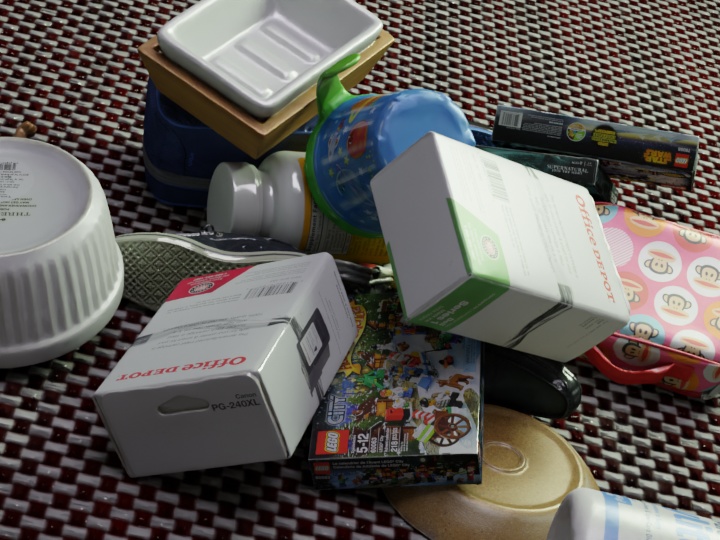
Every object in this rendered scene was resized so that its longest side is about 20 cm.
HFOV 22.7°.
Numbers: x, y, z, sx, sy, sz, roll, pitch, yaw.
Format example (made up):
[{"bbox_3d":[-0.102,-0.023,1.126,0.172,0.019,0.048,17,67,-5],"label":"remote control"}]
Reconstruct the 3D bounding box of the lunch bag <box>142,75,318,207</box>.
[{"bbox_3d":[-0.116,-0.139,1.782,0.200,0.132,0.136,3,48,-11],"label":"lunch bag"}]

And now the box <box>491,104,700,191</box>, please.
[{"bbox_3d":[0.237,-0.121,1.793,0.200,0.040,0.137,10,-3,11],"label":"box"}]

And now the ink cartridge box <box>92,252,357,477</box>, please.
[{"bbox_3d":[-0.103,0.075,1.435,0.145,0.083,0.200,-10,24,22],"label":"ink cartridge box"}]

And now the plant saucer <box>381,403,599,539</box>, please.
[{"bbox_3d":[0.113,0.167,1.488,0.200,0.035,0.200,12,30,-7],"label":"plant saucer"}]

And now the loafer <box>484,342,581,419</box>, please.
[{"bbox_3d":[0.095,0.090,1.579,0.200,0.068,0.070,20,38,17],"label":"loafer"}]

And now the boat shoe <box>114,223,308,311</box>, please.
[{"bbox_3d":[-0.135,-0.001,1.608,0.200,0.075,0.062,3,19,-7],"label":"boat shoe"}]

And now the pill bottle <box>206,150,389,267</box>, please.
[{"bbox_3d":[-0.039,-0.056,1.704,0.200,0.113,0.113,2,33,-23],"label":"pill bottle"}]

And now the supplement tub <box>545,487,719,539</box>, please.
[{"bbox_3d":[0.236,0.245,1.325,0.200,0.132,0.132,14,31,-3],"label":"supplement tub"}]

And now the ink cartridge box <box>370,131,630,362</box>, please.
[{"bbox_3d":[0.120,-0.016,1.512,0.200,0.084,0.146,17,48,-40],"label":"ink cartridge box"}]

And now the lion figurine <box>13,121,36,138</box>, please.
[{"bbox_3d":[-0.360,-0.087,1.663,0.200,0.073,0.123,2,44,3],"label":"lion figurine"}]

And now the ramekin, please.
[{"bbox_3d":[-0.299,-0.023,1.493,0.200,0.105,0.200,1,41,-1],"label":"ramekin"}]

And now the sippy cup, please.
[{"bbox_3d":[0.035,-0.104,1.609,0.178,0.140,0.130,22,-14,-19],"label":"sippy cup"}]

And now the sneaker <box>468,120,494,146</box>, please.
[{"bbox_3d":[0.091,-0.151,1.962,0.200,0.070,0.078,14,35,-3],"label":"sneaker"}]

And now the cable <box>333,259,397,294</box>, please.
[{"bbox_3d":[0.000,0.000,1.619,0.097,0.050,0.200,20,-6,25],"label":"cable"}]

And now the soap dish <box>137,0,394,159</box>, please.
[{"bbox_3d":[-0.089,-0.202,1.700,0.157,0.081,0.200,35,51,18],"label":"soap dish"}]

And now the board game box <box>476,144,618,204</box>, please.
[{"bbox_3d":[0.186,-0.093,1.827,0.135,0.028,0.200,8,-4,14],"label":"board game box"}]

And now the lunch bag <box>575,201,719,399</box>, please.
[{"bbox_3d":[0.272,0.036,1.702,0.200,0.082,0.176,18,55,4],"label":"lunch bag"}]

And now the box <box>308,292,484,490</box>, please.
[{"bbox_3d":[0.034,0.096,1.491,0.136,0.038,0.200,-3,40,7],"label":"box"}]
